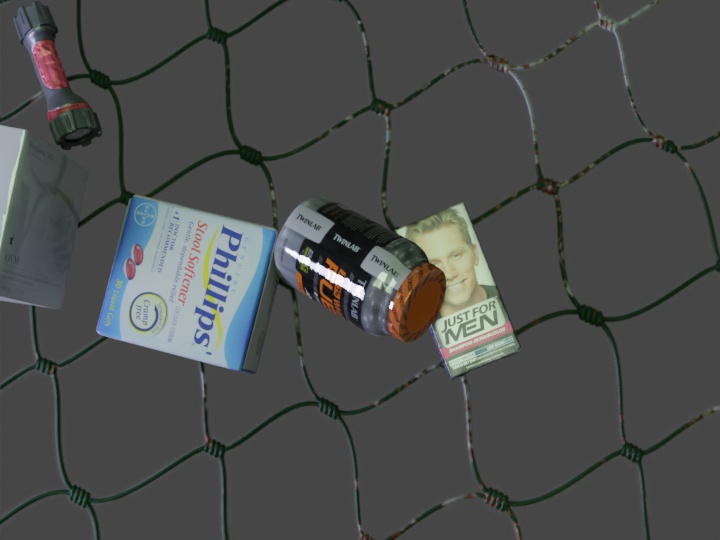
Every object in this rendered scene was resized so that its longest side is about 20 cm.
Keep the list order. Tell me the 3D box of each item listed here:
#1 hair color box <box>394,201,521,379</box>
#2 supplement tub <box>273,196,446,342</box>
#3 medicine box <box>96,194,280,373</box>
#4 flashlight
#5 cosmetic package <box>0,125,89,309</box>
[{"bbox_3d":[0.123,0.027,1.188,0.099,0.061,0.203,-22,81,2],"label":"hair color box"},{"bbox_3d":[0.000,0.000,1.139,0.198,0.122,0.124,28,86,30],"label":"supplement tub"},{"bbox_3d":[-0.212,0.019,1.198,0.197,0.103,0.185,13,84,7],"label":"medicine box"},{"bbox_3d":[-0.418,-0.269,1.272,0.067,0.068,0.203,-22,82,3],"label":"flashlight"},{"bbox_3d":[-0.453,-0.066,1.181,0.121,0.199,0.204,8,84,6],"label":"cosmetic package"}]
